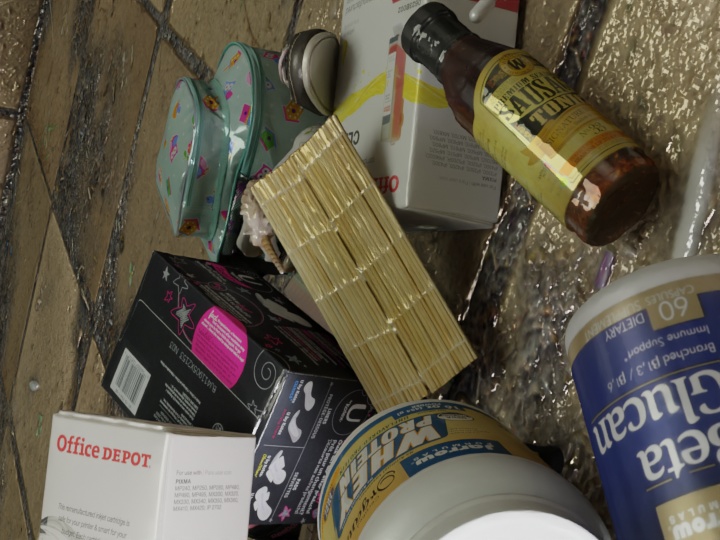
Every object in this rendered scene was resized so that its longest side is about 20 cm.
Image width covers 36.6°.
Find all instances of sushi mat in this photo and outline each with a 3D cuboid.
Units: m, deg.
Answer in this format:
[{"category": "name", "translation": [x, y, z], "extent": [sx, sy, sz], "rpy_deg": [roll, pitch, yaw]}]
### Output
[{"category": "sushi mat", "translation": [0.000, 0.000, 0.773], "extent": [0.095, 0.012, 0.201], "rpy_deg": [-34, 83, 29]}]

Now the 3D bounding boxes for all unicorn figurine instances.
[{"category": "unicorn figurine", "translation": [-0.059, -0.056, 0.905], "extent": [0.138, 0.073, 0.202], "rpy_deg": [92, -162, -60]}]

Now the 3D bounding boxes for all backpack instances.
[{"category": "backpack", "translation": [-0.113, -0.119, 1.057], "extent": [0.202, 0.152, 0.176], "rpy_deg": [-65, 27, 19]}]

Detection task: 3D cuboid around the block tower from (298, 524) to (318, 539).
[{"category": "block tower", "translation": [0.014, 0.222, 0.825], "extent": [0.200, 0.053, 0.059], "rpy_deg": [32, 111, 61]}]

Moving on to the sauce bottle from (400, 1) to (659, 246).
[{"category": "sauce bottle", "translation": [0.096, -0.099, 0.675], "extent": [0.200, 0.066, 0.066], "rpy_deg": [47, 127, 31]}]

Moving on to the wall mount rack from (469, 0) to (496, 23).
[{"category": "wall mount rack", "translation": [0.134, -0.251, 0.687], "extent": [0.199, 0.074, 0.176], "rpy_deg": [-7, 79, 63]}]

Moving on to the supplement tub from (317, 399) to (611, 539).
[{"category": "supplement tub", "translation": [0.055, 0.159, 0.593], "extent": [0.200, 0.143, 0.147], "rpy_deg": [-149, 68, -80]}]

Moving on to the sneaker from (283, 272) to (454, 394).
[{"category": "sneaker", "translation": [0.014, 0.024, 0.854], "extent": [0.199, 0.071, 0.080], "rpy_deg": [33, 92, 47]}]

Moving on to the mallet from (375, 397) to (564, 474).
[{"category": "mallet", "translation": [0.071, 0.113, 0.768], "extent": [0.199, 0.041, 0.067], "rpy_deg": [-16, 67, 56]}]

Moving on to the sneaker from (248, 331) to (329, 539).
[{"category": "sneaker", "translation": [-0.056, 0.148, 0.937], "extent": [0.079, 0.094, 0.203], "rpy_deg": [31, 109, 62]}]

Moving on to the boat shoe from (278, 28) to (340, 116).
[{"category": "boat shoe", "translation": [-0.040, -0.165, 0.908], "extent": [0.200, 0.056, 0.068], "rpy_deg": [-31, -53, -76]}]

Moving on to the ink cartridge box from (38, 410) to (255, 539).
[{"category": "ink cartridge box", "translation": [-0.154, 0.205, 0.754], "extent": [0.144, 0.084, 0.203], "rpy_deg": [-1, 82, 42]}]

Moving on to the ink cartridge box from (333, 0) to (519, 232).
[{"category": "ink cartridge box", "translation": [0.044, -0.136, 0.823], "extent": [0.145, 0.082, 0.203], "rpy_deg": [0, 84, 63]}]

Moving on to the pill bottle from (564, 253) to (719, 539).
[{"category": "pill bottle", "translation": [0.169, 0.104, 0.495], "extent": [0.111, 0.110, 0.202], "rpy_deg": [-49, 43, 47]}]

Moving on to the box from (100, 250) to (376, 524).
[{"category": "box", "translation": [-0.096, 0.091, 0.860], "extent": [0.199, 0.114, 0.133], "rpy_deg": [36, 107, 43]}]
